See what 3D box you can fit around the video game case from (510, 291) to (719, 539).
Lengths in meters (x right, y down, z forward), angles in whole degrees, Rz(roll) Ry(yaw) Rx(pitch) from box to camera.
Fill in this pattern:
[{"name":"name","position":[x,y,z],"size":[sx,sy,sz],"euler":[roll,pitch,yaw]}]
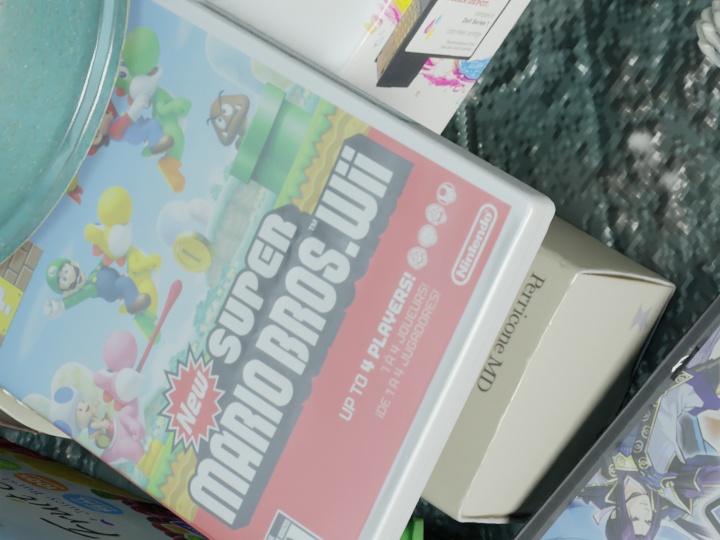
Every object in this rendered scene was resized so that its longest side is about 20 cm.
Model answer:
[{"name":"video game case","position":[0.139,0.133,0.780],"size":[0.200,0.025,0.181],"euler":[41,90,26]}]

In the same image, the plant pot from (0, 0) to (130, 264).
[{"name":"plant pot","position":[-0.206,-0.098,0.721],"size":[0.199,0.196,0.202],"euler":[-4,82,34]}]

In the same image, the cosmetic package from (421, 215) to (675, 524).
[{"name":"cosmetic package","position":[0.000,0.000,0.867],"size":[0.199,0.087,0.104],"euler":[30,101,29]}]

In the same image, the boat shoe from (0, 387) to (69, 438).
[{"name":"boat shoe","position":[-0.154,0.029,0.949],"size":[0.198,0.060,0.072],"euler":[14,70,-2]}]

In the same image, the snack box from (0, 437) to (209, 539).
[{"name":"snack box","position":[-0.140,0.108,0.916],"size":[0.199,0.142,0.053],"euler":[18,97,30]}]

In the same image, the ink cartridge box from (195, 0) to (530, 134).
[{"name":"ink cartridge box","position":[-0.025,-0.112,0.793],"size":[0.145,0.084,0.201],"euler":[41,105,27]}]

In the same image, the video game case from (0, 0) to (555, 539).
[{"name":"video game case","position":[-0.049,-0.002,0.738],"size":[0.199,0.017,0.144],"euler":[32,103,29]}]

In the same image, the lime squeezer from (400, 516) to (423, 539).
[{"name":"lime squeezer","position":[-0.004,0.099,0.865],"size":[0.200,0.070,0.038],"euler":[25,90,53]}]

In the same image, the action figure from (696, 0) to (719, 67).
[{"name":"action figure","position":[0.180,-0.080,0.753],"size":[0.118,0.102,0.202],"euler":[-15,81,42]}]
